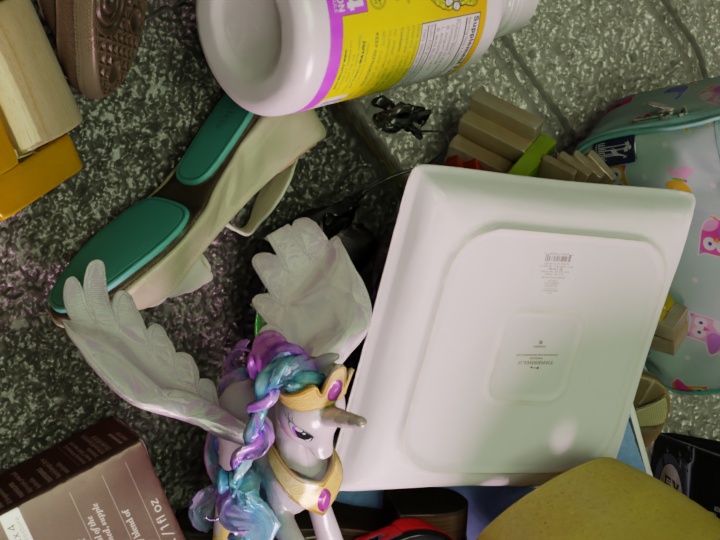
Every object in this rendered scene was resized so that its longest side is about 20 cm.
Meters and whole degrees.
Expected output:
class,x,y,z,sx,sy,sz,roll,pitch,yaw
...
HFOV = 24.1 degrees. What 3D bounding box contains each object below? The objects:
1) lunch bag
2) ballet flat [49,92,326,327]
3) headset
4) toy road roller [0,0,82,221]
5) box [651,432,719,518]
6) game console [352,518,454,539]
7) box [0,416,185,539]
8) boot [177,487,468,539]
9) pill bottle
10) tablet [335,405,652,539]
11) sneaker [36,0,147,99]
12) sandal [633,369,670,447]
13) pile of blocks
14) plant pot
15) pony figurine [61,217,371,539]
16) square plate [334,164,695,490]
class,x,y,z,sx,sy,sz,roll,pitch,yaw
lunch bag,0.227,-0.023,1.050,0.077,0.159,0.201,-41,116,-43
ballet flat,-0.093,-0.029,0.974,0.069,0.069,0.200,46,77,-20
headset,0.000,0.000,0.976,0.123,0.094,0.202,21,97,15
toy road roller,-0.257,-0.069,0.883,0.200,0.145,0.124,-43,115,-54
box,0.312,0.176,1.112,0.198,0.164,0.087,11,92,-23
game console,-0.019,0.251,0.987,0.198,0.031,0.178,-20,109,-14
box,-0.198,0.174,0.943,0.199,0.075,0.101,-28,106,-16
boot,-0.022,0.236,1.035,0.184,0.064,0.202,1,107,-7
pill bottle,0.011,-0.156,0.966,0.199,0.104,0.105,-19,103,-39
tablet,0.091,0.161,1.063,0.198,0.014,0.131,-18,106,0
sneaker,-0.164,-0.197,0.929,0.075,0.070,0.202,9,112,19
sandal,0.102,0.066,1.067,0.198,0.054,0.081,14,114,-19
pile of blocks,0.124,-0.018,1.021,0.200,0.082,0.062,44,51,-3
plant pot,0.143,0.194,0.971,0.199,0.200,0.143,-24,68,-19
pony figurine,-0.052,0.078,0.897,0.165,0.193,0.201,-20,135,-24
square plate,0.093,0.044,0.968,0.198,0.028,0.200,4,113,-29
